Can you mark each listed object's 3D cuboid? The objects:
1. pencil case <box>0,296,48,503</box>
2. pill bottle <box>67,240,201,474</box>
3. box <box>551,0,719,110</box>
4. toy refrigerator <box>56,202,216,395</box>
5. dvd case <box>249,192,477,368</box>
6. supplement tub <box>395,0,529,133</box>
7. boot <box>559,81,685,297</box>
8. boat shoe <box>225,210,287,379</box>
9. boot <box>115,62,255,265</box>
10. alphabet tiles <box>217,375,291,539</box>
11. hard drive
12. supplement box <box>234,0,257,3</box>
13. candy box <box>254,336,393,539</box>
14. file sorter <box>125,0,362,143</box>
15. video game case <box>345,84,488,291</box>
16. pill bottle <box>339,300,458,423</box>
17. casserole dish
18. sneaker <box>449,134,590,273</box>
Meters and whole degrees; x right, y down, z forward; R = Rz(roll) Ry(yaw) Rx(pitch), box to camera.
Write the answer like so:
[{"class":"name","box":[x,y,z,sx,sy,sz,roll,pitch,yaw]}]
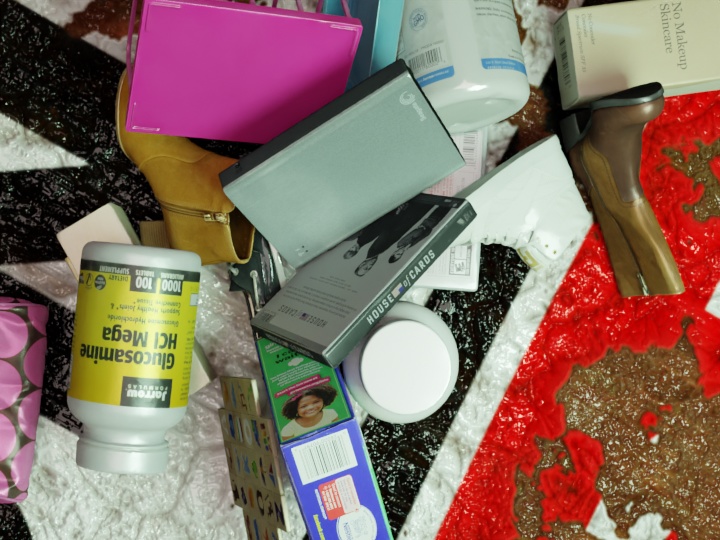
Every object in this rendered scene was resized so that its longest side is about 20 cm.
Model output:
[{"class":"pencil case","box":[-0.365,0.128,1.148,0.092,0.090,0.204,6,87,-38]},{"class":"pill bottle","box":[-0.210,0.079,1.067,0.110,0.112,0.204,5,90,-3]},{"class":"box","box":[0.304,-0.227,1.188,0.196,0.078,0.097,-9,89,-3]},{"class":"toy refrigerator","box":[-0.224,0.039,1.160,0.069,0.076,0.202,-29,92,-3]},{"class":"dvd case","box":[0.000,0.000,1.092,0.200,0.150,0.025,-46,118,-17]},{"class":"supplement tub","box":[0.086,-0.248,1.139,0.129,0.132,0.204,-9,80,-3]},{"class":"boot","box":[0.267,-0.070,1.132,0.067,0.188,0.203,-18,88,-20]},{"class":"boat shoe","box":[-0.103,0.012,1.167,0.059,0.076,0.203,-20,90,-9]},{"class":"boot","box":[-0.163,-0.107,1.135,0.142,0.070,0.205,0,101,36]},{"class":"alphabet tiles","box":[-0.103,0.185,1.106,0.006,0.200,0.170,-10,90,-20]},{"class":"hard drive","box":[-0.014,-0.096,1.080,0.198,0.140,0.033,-31,49,9]},{"class":"supplement box","box":[-0.051,-0.343,1.178,0.197,0.069,0.067,-27,89,-1]},{"class":"candy box","box":[-0.034,0.167,1.084,0.076,0.200,0.172,-18,116,-6]},{"class":"file sorter","box":[-0.119,-0.217,1.101,0.196,0.127,0.140,3,133,-19]},{"class":"video game case","box":[0.039,-0.086,1.202,0.178,0.024,0.204,4,90,-3]},{"class":"pill bottle","box":[0.035,0.085,1.110,0.109,0.200,0.114,0,90,-3]},{"class":"casserole dish","box":[0.003,-0.243,1.121,0.038,0.121,0.203,-6,119,-25]},{"class":"sneaker","box":[0.146,-0.039,1.165,0.198,0.074,0.117,-32,98,-17]}]
